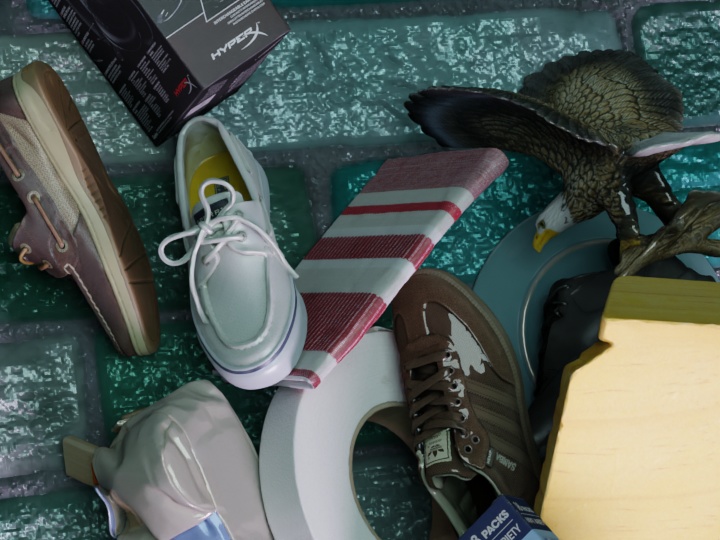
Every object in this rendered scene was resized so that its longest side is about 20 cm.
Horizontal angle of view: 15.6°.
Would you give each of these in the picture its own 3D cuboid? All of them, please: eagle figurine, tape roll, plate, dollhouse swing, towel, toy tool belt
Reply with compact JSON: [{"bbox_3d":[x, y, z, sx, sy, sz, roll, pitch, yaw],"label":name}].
[{"bbox_3d":[0.143,-0.079,1.710,0.151,0.152,0.200,-37,66,0],"label":"eagle figurine"},{"bbox_3d":[0.021,0.138,1.668,0.202,0.037,0.203,20,58,-37],"label":"tape roll"},{"bbox_3d":[0.169,0.047,1.784,0.199,0.026,0.201,4,77,-16],"label":"plate"},{"bbox_3d":[0.184,0.088,1.669,0.181,0.176,0.201,4,114,-14],"label":"dollhouse swing"},{"bbox_3d":[0.000,0.000,1.681,0.023,0.144,0.200,47,69,-19],"label":"towel"},{"bbox_3d":[-0.105,0.177,1.641,0.125,0.123,0.200,-32,96,-53],"label":"toy tool belt"}]

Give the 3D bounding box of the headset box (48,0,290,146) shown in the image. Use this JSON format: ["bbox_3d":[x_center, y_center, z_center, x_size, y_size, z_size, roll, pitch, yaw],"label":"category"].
[{"bbox_3d":[-0.147,-0.194,1.676,0.077,0.149,0.200,-35,89,-20],"label":"headset box"}]

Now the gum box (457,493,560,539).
[{"bbox_3d":[0.096,0.263,1.547,0.170,0.045,0.200,-47,69,10],"label":"gum box"}]

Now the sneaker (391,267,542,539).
[{"bbox_3d":[0.065,0.096,1.645,0.075,0.070,0.201,-24,91,-58],"label":"sneaker"}]

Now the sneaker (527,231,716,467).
[{"bbox_3d":[0.147,0.055,1.733,0.091,0.076,0.200,41,63,5],"label":"sneaker"}]

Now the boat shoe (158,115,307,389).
[{"bbox_3d":[-0.085,-0.022,1.643,0.074,0.086,0.202,-19,48,12],"label":"boat shoe"}]

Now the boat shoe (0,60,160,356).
[{"bbox_3d":[-0.192,-0.031,1.679,0.072,0.072,0.200,-24,97,10],"label":"boat shoe"}]
